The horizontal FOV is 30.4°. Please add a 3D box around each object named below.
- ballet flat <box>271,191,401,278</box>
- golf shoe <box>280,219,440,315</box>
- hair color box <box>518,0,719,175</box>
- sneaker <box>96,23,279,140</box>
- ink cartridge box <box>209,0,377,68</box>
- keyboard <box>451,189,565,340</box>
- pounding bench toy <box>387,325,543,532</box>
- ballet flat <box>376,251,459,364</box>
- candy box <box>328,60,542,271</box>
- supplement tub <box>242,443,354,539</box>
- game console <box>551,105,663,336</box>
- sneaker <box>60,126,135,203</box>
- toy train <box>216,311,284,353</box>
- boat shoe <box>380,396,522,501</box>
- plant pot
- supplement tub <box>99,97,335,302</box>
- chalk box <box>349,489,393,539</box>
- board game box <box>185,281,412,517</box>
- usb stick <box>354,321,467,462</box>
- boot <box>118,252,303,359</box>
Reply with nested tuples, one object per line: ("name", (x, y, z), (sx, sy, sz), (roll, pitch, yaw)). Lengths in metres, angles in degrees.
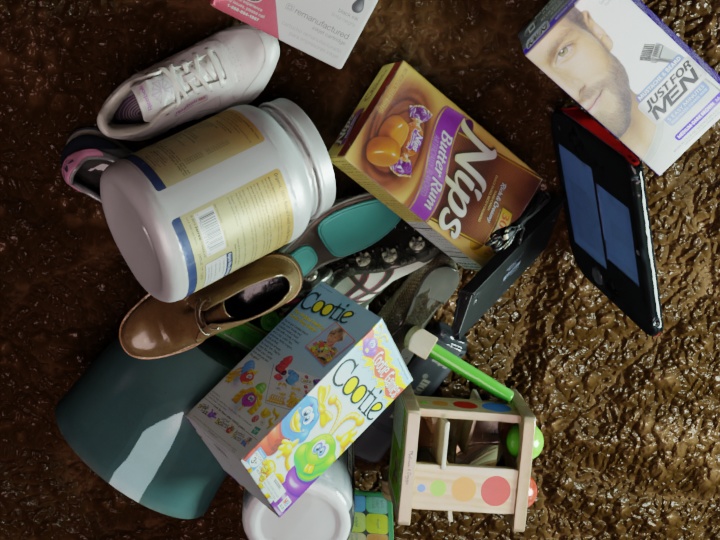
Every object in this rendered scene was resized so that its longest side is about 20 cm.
("ballet flat", (-0.050, -0.035, 1.379), (0.198, 0.064, 0.068), (-33, 131, -3))
("golf shoe", (0.000, 0.000, 1.430), (0.197, 0.078, 0.088), (-17, 137, 13))
("hair color box", (0.264, -0.201, 1.316), (0.199, 0.065, 0.109), (37, 113, -19))
("sneaker", (-0.168, -0.176, 1.294), (0.198, 0.100, 0.076), (-27, 96, 12))
("ink cartridge box", (-0.036, -0.315, 1.230), (0.145, 0.083, 0.201), (24, 117, -14))
("keyboard", (0.153, -0.022, 1.344), (0.020, 0.200, 0.128), (31, 135, 17))
("pounding bench toy", (0.118, 0.163, 1.438), (0.153, 0.124, 0.203), (4, 100, -5))
("ballet flat", (0.041, 0.055, 1.468), (0.067, 0.047, 0.201), (17, 122, -31))
("candy box", (0.077, -0.103, 1.342), (0.199, 0.056, 0.118), (36, 79, -22))
("supplement tub", (-0.066, 0.215, 1.467), (0.120, 0.201, 0.124), (-1, 120, -1))
("game console", (0.247, -0.054, 1.336), (0.031, 0.177, 0.202), (-18, 120, -6))
("sneaker", (-0.216, -0.075, 1.364), (0.197, 0.082, 0.071), (21, 116, -13))
("toy train", (-0.099, 0.074, 1.447), (0.199, 0.042, 0.057), (31, 85, -33))
("boat shoe", (0.106, 0.202, 1.545), (0.198, 0.071, 0.065), (-27, 114, 2))
("plant pot", (-0.201, 0.139, 1.430), (0.199, 0.201, 0.162), (34, 99, -19))
("supplement tub", (-0.137, -0.073, 1.290), (0.198, 0.144, 0.146), (-28, 123, -24))
("chalk box", (-0.025, 0.338, 1.561), (0.122, 0.126, 0.202), (5, 134, -5))
("board game box", (-0.060, 0.129, 1.350), (0.200, 0.104, 0.104), (-44, 134, -17))
("usb stick", (0.050, 0.143, 1.525), (0.055, 0.033, 0.201), (29, 115, -16))
("boot", (-0.154, 0.037, 1.312), (0.197, 0.076, 0.075), (-22, 100, 7))
